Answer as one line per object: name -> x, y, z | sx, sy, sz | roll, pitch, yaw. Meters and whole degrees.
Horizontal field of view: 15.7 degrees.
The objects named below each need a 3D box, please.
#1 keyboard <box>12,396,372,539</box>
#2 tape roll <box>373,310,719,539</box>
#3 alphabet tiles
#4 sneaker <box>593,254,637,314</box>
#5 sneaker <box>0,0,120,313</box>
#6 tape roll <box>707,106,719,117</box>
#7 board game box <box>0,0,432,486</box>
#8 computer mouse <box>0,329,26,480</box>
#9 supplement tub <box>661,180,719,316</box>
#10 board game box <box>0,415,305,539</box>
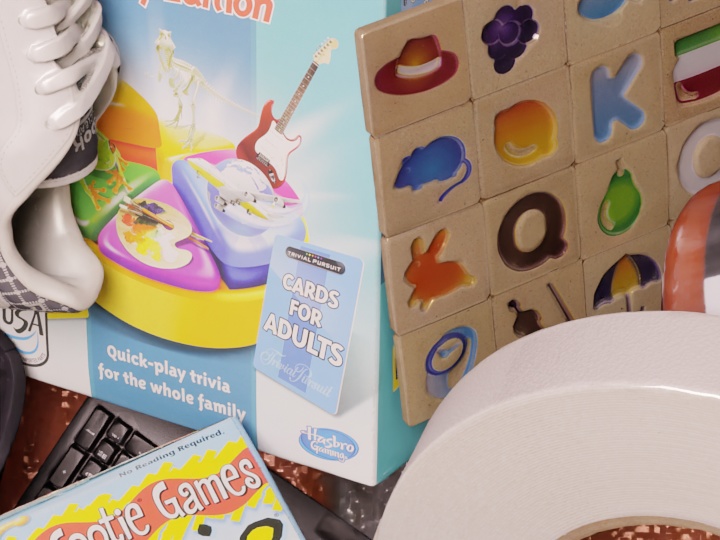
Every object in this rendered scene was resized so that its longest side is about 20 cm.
keyboard -> -0.035, 0.129, 0.886 | 0.199, 0.040, 0.104 | 33, 94, 11
tape roll -> 0.101, 0.101, 0.766 | 0.202, 0.037, 0.204 | 13, 131, 15
alphabet tiles -> 0.076, -0.038, 0.783 | 0.166, 0.006, 0.201 | -22, 125, -22
sneaker -> 0.000, 0.000, 0.859 | 0.199, 0.084, 0.075 | -6, 87, 11
sneaker -> -0.106, -0.080, 0.755 | 0.080, 0.076, 0.201 | 20, 128, 20
tape roll -> 0.085, -0.146, 0.822 | 0.199, 0.048, 0.202 | -1, 93, -17
board game box -> -0.047, -0.049, 0.798 | 0.150, 0.047, 0.201 | 15, 118, 28
computer mouse -> -0.191, 0.098, 0.828 | 0.140, 0.046, 0.201 | 12, 65, 10
supplement tub -> 0.193, 0.004, 0.742 | 0.199, 0.107, 0.108 | -15, 85, 34
board game box -> -0.037, 0.159, 0.755 | 0.103, 0.105, 0.200 | -22, 45, -11
